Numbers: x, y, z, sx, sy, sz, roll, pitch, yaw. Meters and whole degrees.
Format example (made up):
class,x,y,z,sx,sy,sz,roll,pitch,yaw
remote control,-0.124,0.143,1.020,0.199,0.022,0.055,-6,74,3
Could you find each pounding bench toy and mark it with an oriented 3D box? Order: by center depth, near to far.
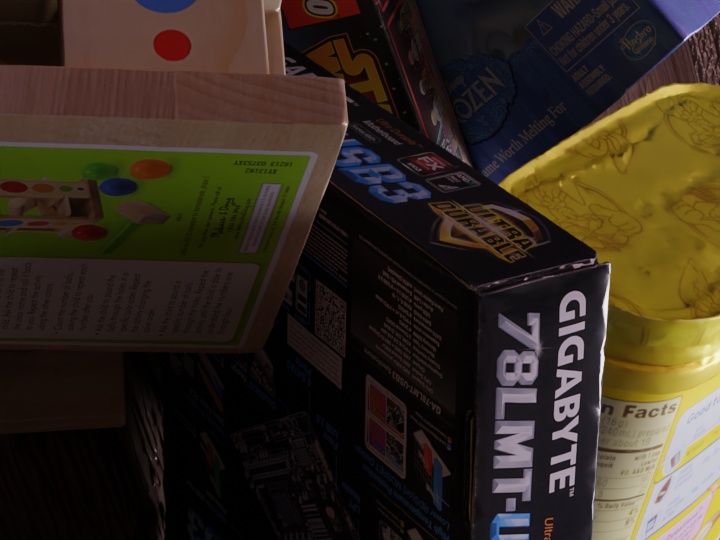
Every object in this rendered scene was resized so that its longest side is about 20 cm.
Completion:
class,x,y,z,sx,sy,sz,roll,pitch,yaw
pounding bench toy,-0.089,-0.058,0.607,0.200,0.124,0.156,113,-26,-60

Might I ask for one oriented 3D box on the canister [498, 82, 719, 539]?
class,x,y,z,sx,sy,sz,roll,pitch,yaw
canister,0.082,0.054,0.725,0.148,0.087,0.200,-30,145,-45

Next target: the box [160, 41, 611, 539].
class,x,y,z,sx,sy,sz,roll,pitch,yaw
box,-0.002,0.051,0.670,0.200,0.050,0.199,37,-45,51

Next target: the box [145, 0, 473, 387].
class,x,y,z,sx,sy,sz,roll,pitch,yaw
box,-0.030,-0.029,0.771,0.040,0.137,0.200,-67,142,-53

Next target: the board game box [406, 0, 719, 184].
class,x,y,z,sx,sy,sz,roll,pitch,yaw
board game box,0.006,-0.119,0.763,0.199,0.200,0.043,49,55,1
